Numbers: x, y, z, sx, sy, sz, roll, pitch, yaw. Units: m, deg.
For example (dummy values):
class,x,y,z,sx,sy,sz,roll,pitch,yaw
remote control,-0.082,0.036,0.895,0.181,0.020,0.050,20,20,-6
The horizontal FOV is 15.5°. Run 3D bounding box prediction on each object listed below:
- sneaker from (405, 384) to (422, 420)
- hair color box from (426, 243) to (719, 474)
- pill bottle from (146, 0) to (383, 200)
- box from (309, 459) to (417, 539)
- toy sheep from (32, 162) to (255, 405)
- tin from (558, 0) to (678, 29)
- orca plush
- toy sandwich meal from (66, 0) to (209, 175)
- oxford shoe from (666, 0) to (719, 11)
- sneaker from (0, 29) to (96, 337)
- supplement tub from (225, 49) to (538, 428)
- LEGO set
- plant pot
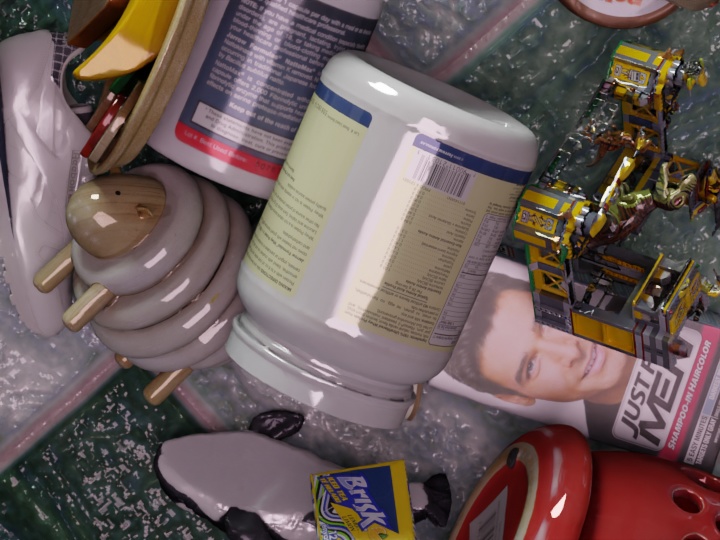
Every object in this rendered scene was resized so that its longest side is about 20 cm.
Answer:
class,x,y,z,sx,sy,sz,roll,pitch,yaw
sneaker,0.000,0.000,1.734,0.089,0.067,0.202,3,104,-6
hair color box,0.152,0.056,1.748,0.199,0.061,0.100,18,101,-2
pill bottle,-0.053,-0.157,1.679,0.119,0.120,0.201,23,100,-4
box,0.010,0.212,1.720,0.064,0.070,0.201,-8,140,-1
toy sheep,-0.122,0.007,1.706,0.138,0.138,0.200,-37,135,7
tin,0.179,-0.255,1.702,0.111,0.042,0.201,13,101,2
orca plush,-0.040,0.154,1.781,0.198,0.071,0.106,-4,56,-9
toy sandwich meal,-0.147,-0.160,1.640,0.070,0.205,0.206,21,100,-15
oxford shoe,0.230,-0.202,1.648,0.199,0.071,0.075,5,124,25
sneaker,-0.204,-0.056,1.727,0.080,0.076,0.202,-9,102,-8
supplement tub,0.010,-0.019,1.628,0.144,0.145,0.201,23,100,-4
LEGO set,0.187,-0.038,1.655,0.115,0.200,0.154,19,139,23
plant pot,0.157,0.206,1.693,0.182,0.201,0.201,27,100,-15
